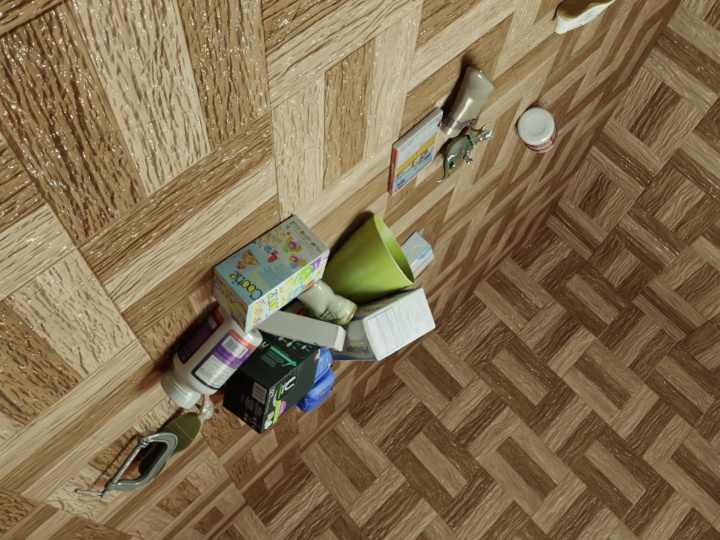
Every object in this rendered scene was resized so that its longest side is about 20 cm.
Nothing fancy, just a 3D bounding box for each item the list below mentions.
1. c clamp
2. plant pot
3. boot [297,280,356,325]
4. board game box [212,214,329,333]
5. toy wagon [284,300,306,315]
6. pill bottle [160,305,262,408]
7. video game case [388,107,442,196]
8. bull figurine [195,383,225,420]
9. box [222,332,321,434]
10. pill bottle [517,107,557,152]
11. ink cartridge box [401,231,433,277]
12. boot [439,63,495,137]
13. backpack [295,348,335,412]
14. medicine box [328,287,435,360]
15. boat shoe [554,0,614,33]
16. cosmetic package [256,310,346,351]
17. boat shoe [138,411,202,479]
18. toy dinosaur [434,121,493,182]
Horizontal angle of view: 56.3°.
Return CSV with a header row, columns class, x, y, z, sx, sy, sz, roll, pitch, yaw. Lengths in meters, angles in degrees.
class,x,y,z,sx,sy,sz,roll,pitch,yaw
c clamp,-0.505,0.436,1.504,0.201,0.027,0.171,-50,144,1
plant pot,0.000,0.000,1.614,0.198,0.190,0.187,-31,167,12
boot,-0.115,0.063,1.526,0.199,0.154,0.073,-14,-138,56
board game box,-0.170,0.005,1.273,0.199,0.105,0.104,-36,162,-30
toy wagon,-0.179,0.131,1.665,0.156,0.040,0.200,-49,164,7
pill bottle,-0.298,0.172,1.330,0.200,0.111,0.111,-46,164,1
video game case,0.122,-0.266,1.529,0.143,0.017,0.201,-42,163,-17
bull figurine,-0.316,0.257,1.569,0.200,0.065,0.122,-44,158,-27
box,-0.200,0.240,1.540,0.199,0.123,0.151,-36,149,-49
pill bottle,0.550,-0.426,2.074,0.110,0.110,0.199,-49,163,13
ink cartridge box,0.166,-0.035,2.101,0.116,0.068,0.200,-46,164,-1
boot,0.226,-0.361,1.469,0.147,0.070,0.199,-52,166,14
backpack,-0.153,0.278,1.868,0.162,0.167,0.202,-42,161,-36
medicine box,0.040,0.129,1.587,0.198,0.105,0.181,-24,-173,-37
boat shoe,0.542,-0.636,1.635,0.198,0.071,0.070,-31,161,-20
cosmetic package,-0.136,0.129,1.492,0.083,0.196,0.052,59,46,-72
boat shoe,-0.448,0.407,1.599,0.201,0.073,0.063,-50,-170,8
toy dinosaur,0.240,-0.299,1.689,0.199,0.077,0.103,-35,149,-20
